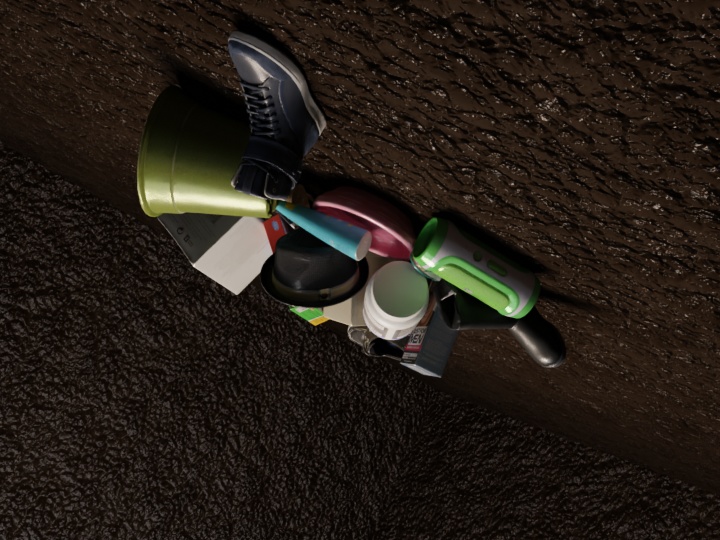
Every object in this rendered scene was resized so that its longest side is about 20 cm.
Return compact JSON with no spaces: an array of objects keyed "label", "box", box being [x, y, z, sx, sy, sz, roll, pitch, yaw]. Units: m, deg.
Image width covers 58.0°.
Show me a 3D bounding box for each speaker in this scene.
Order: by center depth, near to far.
[{"label":"speaker","box":[0.181,-0.003,1.014,0.198,0.090,0.088,29,169,-14]}]

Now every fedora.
[{"label":"fedora","box":[-0.082,-0.024,1.148,0.198,0.201,0.093,21,134,23]}]

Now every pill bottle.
[{"label":"pill bottle","box":[0.062,0.054,1.154,0.112,0.115,0.200,25,167,4]}]

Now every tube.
[{"label":"tube","box":[-0.075,-0.080,1.101,0.197,0.051,0.077,26,175,21]}]

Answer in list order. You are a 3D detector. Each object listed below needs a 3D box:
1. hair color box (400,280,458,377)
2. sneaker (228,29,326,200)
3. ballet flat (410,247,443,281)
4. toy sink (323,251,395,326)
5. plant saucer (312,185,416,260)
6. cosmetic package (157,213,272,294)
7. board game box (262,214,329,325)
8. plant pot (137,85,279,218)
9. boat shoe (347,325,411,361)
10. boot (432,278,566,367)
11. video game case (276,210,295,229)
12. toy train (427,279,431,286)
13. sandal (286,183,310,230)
[{"label":"hair color box","box":[0.148,0.093,1.222,0.060,0.203,0.099,25,169,-9]},{"label":"sneaker","box":[-0.119,-0.171,0.781,0.076,0.148,0.202,21,167,28]},{"label":"ballet flat","box":[0.164,-0.008,1.101,0.070,0.070,0.199,-23,148,32]},{"label":"toy sink","box":[0.000,0.000,1.316,0.110,0.205,0.130,-2,-175,-29]},{"label":"plant saucer","box":[0.014,-0.085,1.116,0.197,0.052,0.201,25,168,6]},{"label":"cosmetic package","box":[-0.296,-0.085,1.414,0.165,0.165,0.200,47,179,27]},{"label":"board game box","box":[-0.132,0.002,1.369,0.153,0.040,0.203,48,-160,-67]},{"label":"plant pot","box":[-0.215,-0.161,1.005,0.186,0.204,0.200,14,169,1]},{"label":"boat shoe","box":[0.040,0.151,1.346,0.197,0.066,0.071,12,128,38]},{"label":"boot","box":[0.228,0.087,1.073,0.197,0.066,0.166,12,-148,-37]},{"label":"video game case","box":[-0.142,-0.101,1.360,0.143,0.019,0.200,45,178,28]},{"label":"toy train","box":[0.083,0.030,1.417,0.113,0.087,0.198,22,174,-40]},{"label":"sandal","box":[-0.085,-0.079,1.247,0.068,0.079,0.213,14,149,23]}]
